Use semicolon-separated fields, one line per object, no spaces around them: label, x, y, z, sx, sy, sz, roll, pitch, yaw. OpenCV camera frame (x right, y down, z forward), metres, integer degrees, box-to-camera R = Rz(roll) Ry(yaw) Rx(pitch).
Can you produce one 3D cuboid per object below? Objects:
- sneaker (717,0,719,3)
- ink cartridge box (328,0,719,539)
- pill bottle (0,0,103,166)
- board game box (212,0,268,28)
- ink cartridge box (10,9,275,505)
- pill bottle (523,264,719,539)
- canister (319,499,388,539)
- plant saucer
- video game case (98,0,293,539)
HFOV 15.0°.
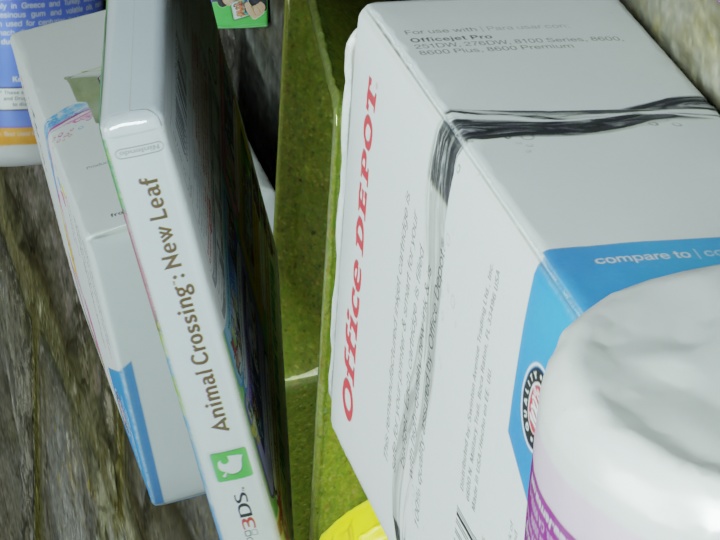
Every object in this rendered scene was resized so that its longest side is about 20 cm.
sneaker;0.063;-0.085;0.573;0.078;0.140;0.200;110;152;-56
ink cartridge box;0.058;0.029;0.733;0.200;0.084;0.145;-120;30;-56
pill bottle;-0.207;-0.168;1.605;0.112;0.112;0.200;-140;48;-69
board game box;-0.081;-0.194;1.292;0.200;0.029;0.135;-144;51;-70
ink cartridge box;-0.088;-0.014;1.216;0.200;0.084;0.145;-116;13;-57
pill bottle;0.087;0.109;0.599;0.112;0.112;0.200;-120;29;-58
canister;0.034;0.189;0.840;0.149;0.086;0.200;-63;33;36
plant saucer;0.000;0.000;0.962;0.200;0.048;0.200;-103;16;-65
video game case;-0.053;-0.023;0.896;0.200;0.022;0.182;-96;-6;-56
